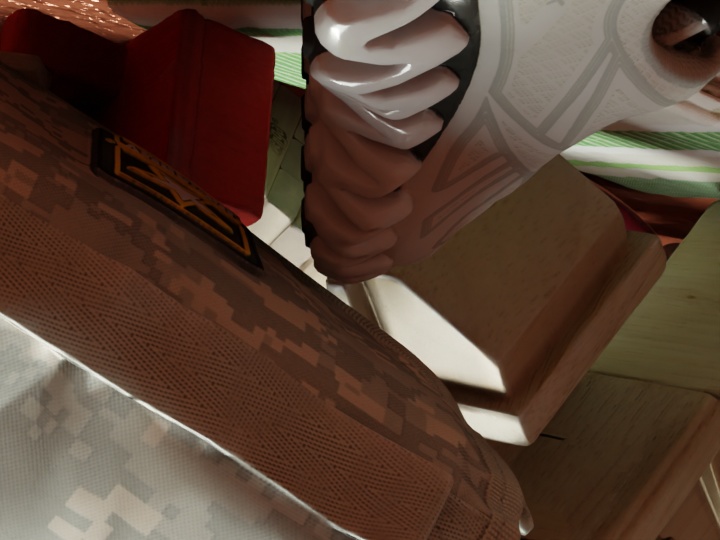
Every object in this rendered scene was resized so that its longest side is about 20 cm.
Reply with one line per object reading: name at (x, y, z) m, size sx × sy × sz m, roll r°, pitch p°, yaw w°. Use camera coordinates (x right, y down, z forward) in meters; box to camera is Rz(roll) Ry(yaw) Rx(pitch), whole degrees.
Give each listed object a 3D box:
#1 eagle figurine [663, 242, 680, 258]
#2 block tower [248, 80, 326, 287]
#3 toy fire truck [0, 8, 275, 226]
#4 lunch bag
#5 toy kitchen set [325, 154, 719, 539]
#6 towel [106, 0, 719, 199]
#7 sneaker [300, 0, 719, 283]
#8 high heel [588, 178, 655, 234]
eagle figurine at (0.086, 0.048, 0.937) m, size 0.151 × 0.152 × 0.200 m, roll 46°, pitch 177°, yaw 28°
block tower at (0.002, 0.014, 0.788) m, size 0.200 × 0.058 × 0.054 m, roll 39°, pitch -149°, yaw -11°
toy fire truck at (-0.099, -0.038, 0.648) m, size 0.140 × 0.049 × 0.200 m, roll 20°, pitch 153°, yaw -32°
lunch bag at (-0.073, 0.029, 0.544) m, size 0.164 × 0.118 × 0.200 m, roll 34°, pitch 152°, yaw -13°
toy kitchen set at (0.108, 0.048, 0.661) m, size 0.180 × 0.200 × 0.164 m, roll 8°, pitch 133°, yaw 38°
towel at (0.050, -0.048, 0.706) m, size 0.199 × 0.024 × 0.152 m, roll 14°, pitch 175°, yaw -35°
sneaker at (0.027, -0.044, 0.510) m, size 0.080 × 0.076 × 0.200 m, roll -1°, pitch 168°, yaw -3°
high heel at (0.000, 0.000, 0.893) m, size 0.199 × 0.097 × 0.067 m, roll 14°, pitch 174°, yaw -18°
